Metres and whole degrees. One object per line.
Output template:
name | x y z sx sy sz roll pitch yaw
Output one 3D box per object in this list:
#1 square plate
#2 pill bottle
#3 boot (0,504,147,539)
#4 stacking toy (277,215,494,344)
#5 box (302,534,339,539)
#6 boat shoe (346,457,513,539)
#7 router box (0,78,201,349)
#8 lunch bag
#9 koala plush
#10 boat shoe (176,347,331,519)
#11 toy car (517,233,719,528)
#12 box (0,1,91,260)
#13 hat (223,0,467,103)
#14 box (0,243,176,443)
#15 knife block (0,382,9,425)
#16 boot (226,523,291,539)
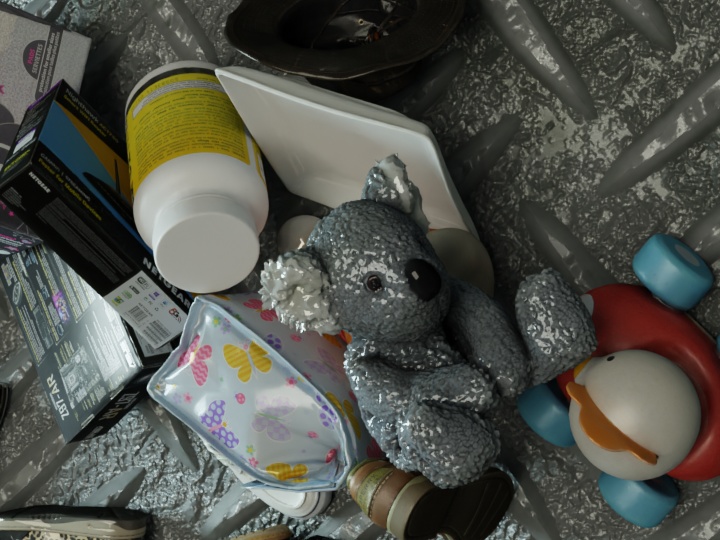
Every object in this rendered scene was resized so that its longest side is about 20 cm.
square plate | -0.002 -0.092 1.391 0.198 0.200 0.028 19 71 25
pill bottle | -0.137 -0.078 1.437 0.112 0.112 0.200 -42 36 24
boot | -0.287 0.301 1.623 0.200 0.073 0.151 -3 92 23
stacking toy | 0.000 0.000 1.434 0.200 0.146 0.146 32 108 39
box | 0.028 0.342 1.471 0.200 0.047 0.194 10 100 27
boat shoe | 0.059 0.173 1.361 0.068 0.200 0.072 29 92 28
router box | -0.214 -0.049 1.463 0.051 0.149 0.200 -33 117 21
lunch bag | -0.048 0.113 1.425 0.200 0.170 0.127 35 109 21
koala plush | 0.029 0.031 1.252 0.200 0.177 0.184 50 159 -15
boat shoe | -0.112 0.147 1.519 0.200 0.067 0.074 44 112 18
toy car | 0.198 0.090 1.277 0.177 0.200 0.184 45 111 18
box | -0.335 -0.128 1.531 0.115 0.132 0.200 -15 60 57
hat | -0.007 -0.186 1.415 0.200 0.201 0.081 13 137 26
box | -0.253 0.034 1.559 0.160 0.043 0.200 -43 66 44
knife block | -0.403 0.199 1.690 0.064 0.176 0.200 28 151 24
boot | -0.102 0.329 1.520 0.200 0.072 0.167 -38 70 36
